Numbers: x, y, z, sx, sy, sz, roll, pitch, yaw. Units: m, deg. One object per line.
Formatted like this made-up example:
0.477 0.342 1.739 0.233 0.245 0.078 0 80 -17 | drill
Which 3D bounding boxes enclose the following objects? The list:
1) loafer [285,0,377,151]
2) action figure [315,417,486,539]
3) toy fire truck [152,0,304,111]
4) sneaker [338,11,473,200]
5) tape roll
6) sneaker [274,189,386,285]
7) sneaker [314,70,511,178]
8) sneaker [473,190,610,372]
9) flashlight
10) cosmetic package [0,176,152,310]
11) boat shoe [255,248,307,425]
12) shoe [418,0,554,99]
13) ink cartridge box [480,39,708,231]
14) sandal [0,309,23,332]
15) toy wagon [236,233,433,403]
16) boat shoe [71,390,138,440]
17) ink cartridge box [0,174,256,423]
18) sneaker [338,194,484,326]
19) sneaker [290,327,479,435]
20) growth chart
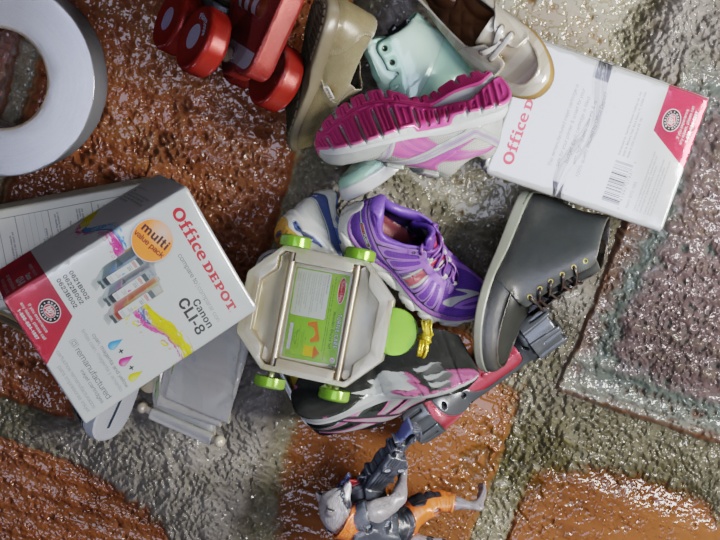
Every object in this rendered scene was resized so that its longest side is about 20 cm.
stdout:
-0.033 -0.191 1.140 0.067 0.201 0.077 5 58 -14 | loafer
0.046 0.261 1.234 0.191 0.105 0.201 11 130 -18 | action figure
-0.111 -0.266 1.112 0.111 0.200 0.169 21 103 -35 | toy fire truck
0.021 -0.176 1.180 0.118 0.074 0.201 43 89 -14 | sneaker
-0.370 -0.203 1.184 0.197 0.066 0.203 0 101 0 | tape roll
0.000 0.000 1.214 0.088 0.075 0.200 -46 106 -22 | sneaker
0.054 -0.128 1.113 0.197 0.082 0.089 -9 132 5 | sneaker
0.189 0.019 1.179 0.105 0.075 0.202 15 81 23 | sneaker
0.132 0.110 1.242 0.199 0.068 0.068 -37 104 9 | flashlight
-0.305 -0.030 1.183 0.198 0.073 0.105 -11 101 -18 | cosmetic package
-0.072 0.079 1.227 0.074 0.086 0.205 -12 101 3 | boat shoe
0.114 -0.242 1.129 0.200 0.053 0.070 49 117 26 | shoe
0.239 -0.144 1.181 0.198 0.083 0.147 18 100 -2 | ink cartridge box
-0.402 0.025 1.229 0.198 0.080 0.055 22 85 -5 | sandal
-0.024 0.053 1.139 0.197 0.040 0.157 11 88 6 | toy wagon
-0.267 0.088 1.236 0.071 0.072 0.201 35 101 28 | boat shoe
-0.230 0.020 1.103 0.199 0.144 0.146 -34 109 -13 | ink cartridge box
0.067 -0.010 1.183 0.199 0.083 0.081 33 56 -27 | sneaker
0.027 0.123 1.196 0.197 0.087 0.081 -12 58 1 | sneaker
-0.175 0.091 1.237 0.144 0.018 0.202 27 103 27 | growth chart
